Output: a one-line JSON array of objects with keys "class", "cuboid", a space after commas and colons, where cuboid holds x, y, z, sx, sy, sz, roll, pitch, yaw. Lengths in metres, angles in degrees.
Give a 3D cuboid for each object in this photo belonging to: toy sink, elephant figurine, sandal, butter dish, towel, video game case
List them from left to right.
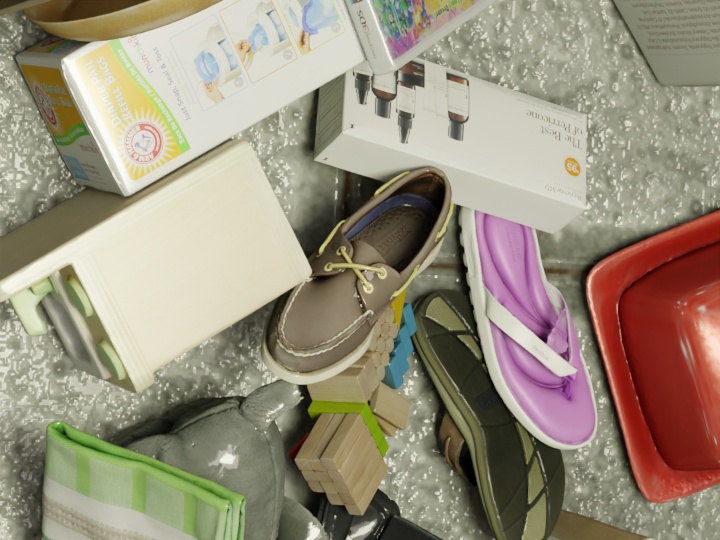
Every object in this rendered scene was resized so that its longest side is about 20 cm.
[{"class": "toy sink", "cuboid": [-0.154, 0.006, 1.615, 0.199, 0.130, 0.113, -31, 105, -19]}, {"class": "towel", "cuboid": [-0.150, 0.205, 1.594, 0.031, 0.148, 0.201, -51, 153, -50]}, {"class": "elephant figurine", "cuboid": [-0.092, 0.193, 1.649, 0.141, 0.155, 0.201, -24, 95, -22]}, {"class": "video game case", "cuboid": [0.029, -0.250, 1.674, 0.200, 0.024, 0.183, -40, 112, -54]}, {"class": "sandal", "cuboid": [0.088, 0.111, 1.769, 0.079, 0.057, 0.202, -18, 83, -39]}, {"class": "sandal", "cuboid": [0.124, 0.033, 1.752, 0.082, 0.050, 0.204, -20, 87, -34]}, {"class": "butter dish", "cuboid": [0.295, 0.062, 1.801, 0.199, 0.148, 0.201, -20, 102, -21]}]

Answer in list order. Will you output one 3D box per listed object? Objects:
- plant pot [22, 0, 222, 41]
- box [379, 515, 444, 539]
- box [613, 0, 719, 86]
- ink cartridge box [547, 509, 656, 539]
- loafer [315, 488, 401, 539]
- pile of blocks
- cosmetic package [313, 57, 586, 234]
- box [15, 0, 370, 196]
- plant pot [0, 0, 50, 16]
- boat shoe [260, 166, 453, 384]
[{"class": "plant pot", "cuboid": [-0.123, -0.198, 1.579, 0.199, 0.200, 0.028, -32, 115, -18]}, {"class": "box", "cuboid": [0.040, 0.292, 1.674, 0.106, 0.122, 0.201, 37, 81, -45]}, {"class": "box", "cuboid": [0.296, -0.254, 1.751, 0.199, 0.200, 0.172, -38, 109, -17]}, {"class": "ink cartridge box", "cuboid": [0.151, 0.282, 1.745, 0.075, 0.165, 0.201, 32, 81, -20]}, {"class": "loafer", "cuboid": [-0.045, 0.237, 1.717, 0.070, 0.068, 0.201, 31, 86, 0]}, {"class": "pile of blocks", "cuboid": [-0.007, 0.072, 1.720, 0.082, 0.062, 0.201, 39, 59, -52]}, {"class": "cosmetic package", "cuboid": [0.067, -0.096, 1.729, 0.199, 0.051, 0.083, 16, 62, -23]}, {"class": "box", "cuboid": [-0.114, -0.143, 1.630, 0.199, 0.112, 0.102, -31, 107, -19]}, {"class": "plant pot", "cuboid": [-0.198, -0.300, 1.549, 0.177, 0.199, 0.201, -39, 107, -24]}, {"class": "boat shoe", "cuboid": [0.000, 0.000, 1.644, 0.072, 0.060, 0.200, 35, 48, 12]}]
